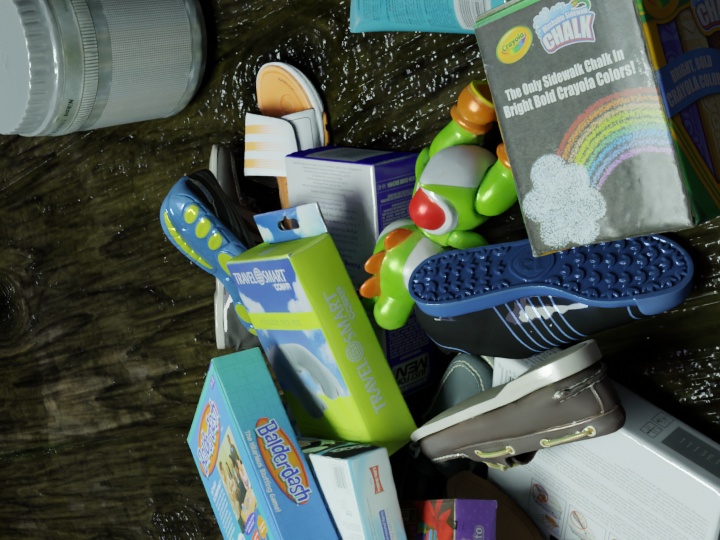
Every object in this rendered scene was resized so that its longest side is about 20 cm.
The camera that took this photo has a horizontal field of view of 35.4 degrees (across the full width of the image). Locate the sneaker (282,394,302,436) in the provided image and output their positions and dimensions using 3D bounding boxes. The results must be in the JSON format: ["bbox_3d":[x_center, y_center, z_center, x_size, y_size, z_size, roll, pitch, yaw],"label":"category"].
[{"bbox_3d":[-0.018,0.174,1.033,0.072,0.072,0.202,-8,100,41],"label":"sneaker"}]

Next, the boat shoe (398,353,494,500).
[{"bbox_3d":[0.072,0.157,0.934,0.073,0.062,0.201,34,126,35],"label":"boat shoe"}]

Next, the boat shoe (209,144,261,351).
[{"bbox_3d":[-0.115,-0.022,1.090,0.067,0.056,0.202,-125,33,-75],"label":"boat shoe"}]

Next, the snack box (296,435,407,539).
[{"bbox_3d":[-0.024,0.195,0.895,0.200,0.037,0.117,-10,93,65],"label":"snack box"}]

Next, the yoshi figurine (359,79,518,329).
[{"bbox_3d":[0.077,-0.039,0.861,0.111,0.113,0.201,28,116,-11],"label":"yoshi figurine"}]

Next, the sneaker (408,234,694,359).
[{"bbox_3d":[0.136,0.021,0.799,0.198,0.071,0.078,-3,140,21],"label":"sneaker"}]

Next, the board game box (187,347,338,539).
[{"bbox_3d":[-0.079,0.186,0.907,0.201,0.045,0.152,64,153,24],"label":"board game box"}]

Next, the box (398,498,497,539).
[{"bbox_3d":[0.038,0.249,0.874,0.200,0.039,0.138,154,120,-61],"label":"box"}]

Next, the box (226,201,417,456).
[{"bbox_3d":[-0.037,0.050,0.905,0.122,0.047,0.201,-5,111,59],"label":"box"}]

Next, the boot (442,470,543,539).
[{"bbox_3d":[0.117,0.275,0.908,0.201,0.070,0.147,60,161,27],"label":"boot"}]

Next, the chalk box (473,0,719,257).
[{"bbox_3d":[0.163,-0.125,0.698,0.124,0.123,0.202,-11,94,49],"label":"chalk box"}]

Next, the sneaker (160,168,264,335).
[{"bbox_3d":[-0.097,-0.011,1.020,0.070,0.083,0.200,-18,123,36],"label":"sneaker"}]

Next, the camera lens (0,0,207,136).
[{"bbox_3d":[-0.256,-0.214,1.057,0.159,0.199,0.161,17,115,42],"label":"camera lens"}]

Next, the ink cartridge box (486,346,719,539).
[{"bbox_3d":[0.180,0.165,0.836,0.199,0.043,0.175,32,138,37],"label":"ink cartridge box"}]

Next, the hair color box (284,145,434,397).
[{"bbox_3d":[0.000,0.000,0.958,0.109,0.065,0.202,12,110,44],"label":"hair color box"}]

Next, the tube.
[{"bbox_3d":[0.053,-0.209,0.846,0.199,0.050,0.078,21,114,47],"label":"tube"}]

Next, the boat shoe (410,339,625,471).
[{"bbox_3d":[0.106,0.109,0.797,0.200,0.072,0.060,-36,81,50],"label":"boat shoe"}]

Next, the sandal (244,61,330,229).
[{"bbox_3d":[-0.066,-0.080,1.003,0.079,0.059,0.209,-2,102,47],"label":"sandal"}]
